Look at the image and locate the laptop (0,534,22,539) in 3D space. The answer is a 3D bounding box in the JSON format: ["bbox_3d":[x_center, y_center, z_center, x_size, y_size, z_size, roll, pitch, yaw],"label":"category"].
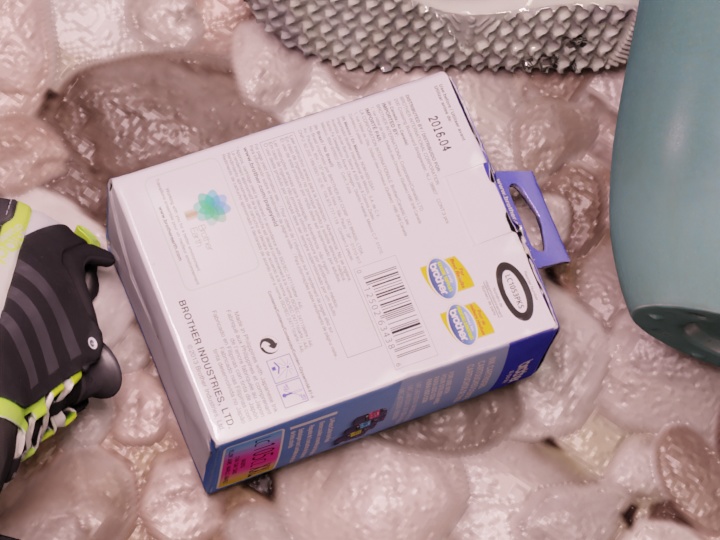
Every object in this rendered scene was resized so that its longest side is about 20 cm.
[{"bbox_3d":[-0.209,0.207,1.299,0.199,0.116,0.188,-2,67,23],"label":"laptop"}]

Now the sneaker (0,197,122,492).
[{"bbox_3d":[-0.142,0.042,1.311,0.083,0.072,0.200,17,43,-13],"label":"sneaker"}]

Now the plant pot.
[{"bbox_3d":[0.201,-0.037,1.350,0.200,0.201,0.161,18,80,0],"label":"plant pot"}]

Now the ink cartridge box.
[{"bbox_3d":[0.000,0.000,1.367,0.199,0.076,0.137,-19,74,-12],"label":"ink cartridge box"}]

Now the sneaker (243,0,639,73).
[{"bbox_3d":[0.040,-0.153,1.439,0.199,0.070,0.100,4,62,-10],"label":"sneaker"}]
